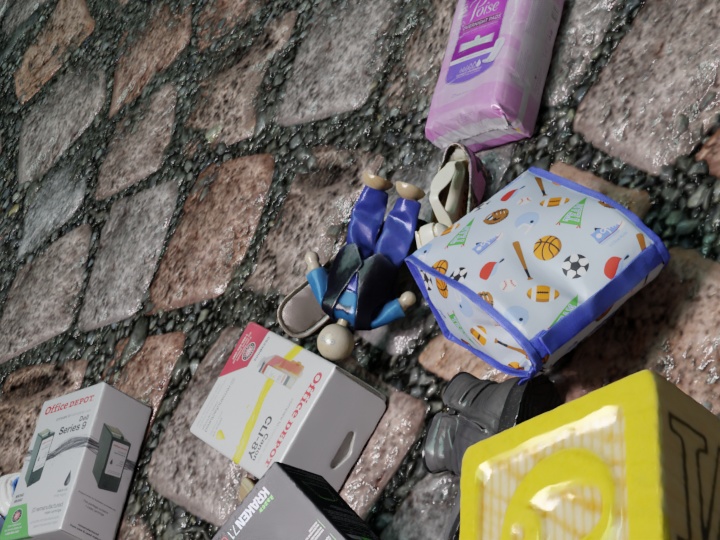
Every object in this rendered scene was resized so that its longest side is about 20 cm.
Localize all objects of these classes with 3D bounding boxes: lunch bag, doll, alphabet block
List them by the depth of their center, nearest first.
[{"bbox_3d":[0.205,0.225,1.180,0.195,0.199,0.198,-29,41,35],"label":"alphabet block"},{"bbox_3d":[0.167,0.010,1.450,0.170,0.124,0.200,-38,26,-14],"label":"lunch bag"},{"bbox_3d":[0.000,0.000,1.687,0.135,0.048,0.202,17,84,22],"label":"doll"}]

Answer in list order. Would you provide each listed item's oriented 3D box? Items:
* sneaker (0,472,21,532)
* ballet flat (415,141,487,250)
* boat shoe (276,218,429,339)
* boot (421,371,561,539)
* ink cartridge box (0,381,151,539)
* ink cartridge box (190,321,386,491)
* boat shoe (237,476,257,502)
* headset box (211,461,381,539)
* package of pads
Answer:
[{"bbox_3d":[-0.478,0.355,2.066,0.146,0.080,0.201,-34,34,38],"label":"sneaker"},{"bbox_3d":[0.092,-0.049,1.673,0.069,0.071,0.202,-12,53,32],"label":"ballet flat"},{"bbox_3d":[-0.003,0.005,1.751,0.199,0.068,0.072,-30,83,7],"label":"boat shoe"},{"bbox_3d":[0.103,0.186,1.480,0.131,0.070,0.201,-9,45,52],"label":"boot"},{"bbox_3d":[-0.357,0.255,1.990,0.145,0.084,0.202,-19,48,43],"label":"ink cartridge box"},{"bbox_3d":[-0.081,0.155,1.716,0.199,0.083,0.146,22,80,57],"label":"ink cartridge box"},{"bbox_3d":[-0.086,0.282,1.628,0.065,0.071,0.200,-52,34,5],"label":"boat shoe"},{"bbox_3d":[-0.051,0.314,1.486,0.175,0.093,0.200,-51,58,8],"label":"headset box"},{"bbox_3d":[0.150,-0.229,1.750,0.120,0.075,0.202,-11,54,45],"label":"package of pads"}]
